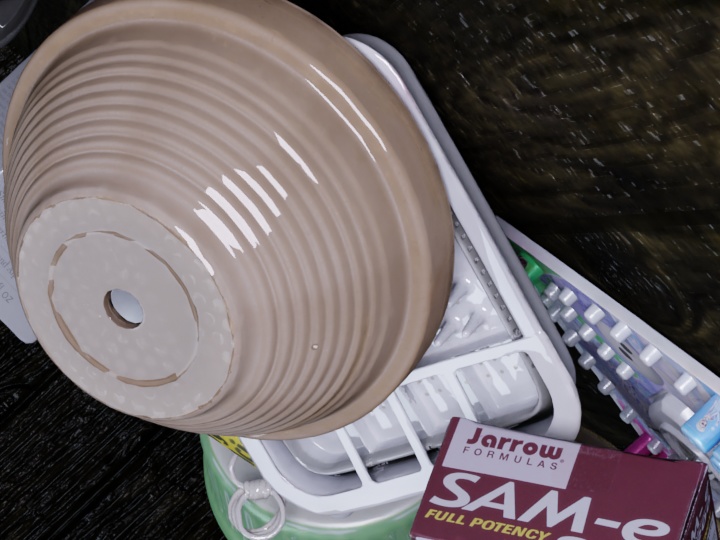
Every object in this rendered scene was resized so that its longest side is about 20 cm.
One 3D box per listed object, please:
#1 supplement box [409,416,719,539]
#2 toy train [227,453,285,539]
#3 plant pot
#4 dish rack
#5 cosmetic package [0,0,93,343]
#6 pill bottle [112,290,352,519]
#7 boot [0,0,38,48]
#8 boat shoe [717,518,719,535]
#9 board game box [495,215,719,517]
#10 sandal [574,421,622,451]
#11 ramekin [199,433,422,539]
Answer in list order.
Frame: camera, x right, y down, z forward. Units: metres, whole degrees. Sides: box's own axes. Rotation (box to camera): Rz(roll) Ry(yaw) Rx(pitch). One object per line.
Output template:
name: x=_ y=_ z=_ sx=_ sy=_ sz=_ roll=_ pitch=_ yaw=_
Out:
supplement box: x=0.096 y=0.146 z=0.920 sx=0.109 sy=0.061 sz=0.200 roll=9 pitch=146 yaw=22
toy train: x=0.005 y=0.073 z=1.272 sx=0.056 sy=0.200 sz=0.151 roll=75 pitch=177 yaw=-61
plant pot: x=-0.071 y=-0.007 z=0.866 sx=0.200 sy=0.093 sz=0.201 roll=15 pitch=124 yaw=23
dish rack: x=-0.006 y=0.000 z=0.920 sx=0.171 sy=0.044 sz=0.200 roll=-19 pitch=109 yaw=38
cosmetic package: x=-0.151 y=-0.068 z=1.211 sx=0.074 sy=0.200 sz=0.102 roll=41 pitch=173 yaw=49
pill bottle: x=-0.061 y=0.026 z=1.091 sx=0.200 sy=0.111 sz=0.111 roll=34 pitch=174 yaw=3
boot: x=-0.178 y=-0.168 z=1.092 sx=0.158 sy=0.079 sz=0.212 roll=67 pitch=-168 yaw=-62
boat shoe: x=0.189 y=0.183 z=1.086 sx=0.200 sy=0.068 sz=0.072 roll=45 pitch=166 yaw=16
board game box: x=0.145 y=0.082 z=0.949 sx=0.200 sy=0.026 sz=0.200 roll=40 pitch=172 yaw=50
sandal: x=0.129 y=0.131 z=0.992 sx=0.200 sy=0.054 sz=0.080 roll=47 pitch=175 yaw=-4
ramekin: x=-0.008 y=0.098 z=1.383 sx=0.200 sy=0.200 sz=0.098 roll=44 pitch=166 yaw=22
